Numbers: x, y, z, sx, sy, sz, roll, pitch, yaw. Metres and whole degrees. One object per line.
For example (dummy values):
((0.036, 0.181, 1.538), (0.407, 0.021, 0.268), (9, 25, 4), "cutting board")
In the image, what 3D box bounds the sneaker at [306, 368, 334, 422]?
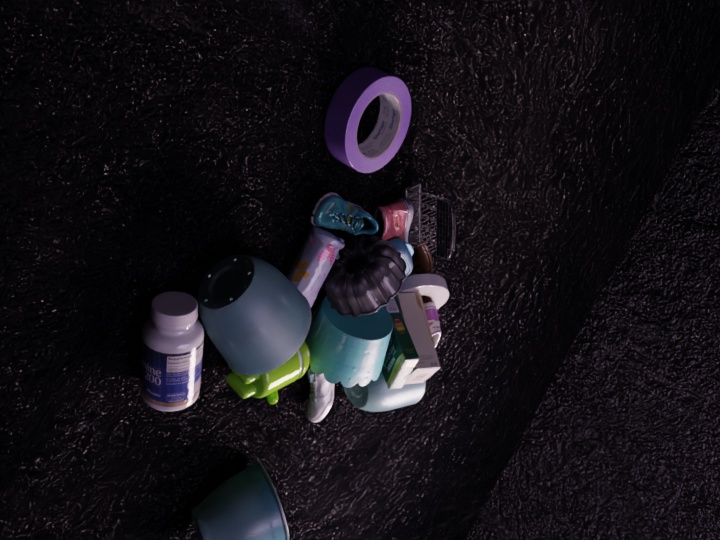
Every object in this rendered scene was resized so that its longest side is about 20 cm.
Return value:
((-0.105, 0.282, 1.734), (0.088, 0.075, 0.203), (18, 96, -43), "sneaker")

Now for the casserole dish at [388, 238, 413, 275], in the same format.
((0.045, 0.004, 1.654), (0.198, 0.039, 0.122), (-30, 137, 2), "casserole dish")

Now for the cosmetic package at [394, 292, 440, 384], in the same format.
((0.123, 0.167, 1.701), (0.070, 0.204, 0.105), (0, 153, -24), "cosmetic package")

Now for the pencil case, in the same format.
((-0.110, 0.006, 1.485), (0.203, 0.082, 0.090), (-61, 156, 4), "pencil case")

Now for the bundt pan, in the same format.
((0.000, 0.000, 1.532), (0.202, 0.200, 0.076), (-47, 134, -16), "bundt pan")

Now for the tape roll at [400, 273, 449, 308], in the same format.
((0.132, 0.073, 1.793), (0.198, 0.038, 0.204), (-12, 153, -6), "tape roll")

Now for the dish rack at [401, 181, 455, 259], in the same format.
((0.166, -0.115, 1.633), (0.054, 0.199, 0.157), (-15, 113, -30), "dish rack")

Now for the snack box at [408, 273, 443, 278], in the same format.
((0.124, 0.036, 1.789), (0.197, 0.025, 0.072), (7, 144, -35), "snack box")

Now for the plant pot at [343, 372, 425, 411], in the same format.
((0.047, 0.272, 1.794), (0.159, 0.200, 0.204), (-13, 127, -34), "plant pot")

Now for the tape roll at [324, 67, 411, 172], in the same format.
((0.017, -0.308, 1.421), (0.199, 0.065, 0.203), (-33, 139, -34), "tape roll")

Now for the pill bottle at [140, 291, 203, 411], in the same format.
((-0.344, 0.146, 1.262), (0.110, 0.110, 0.204), (-19, 130, -43), "pill bottle")

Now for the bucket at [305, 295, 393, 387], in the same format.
((-0.025, 0.153, 1.599), (0.205, 0.207, 0.137), (-15, 136, -46), "bucket")

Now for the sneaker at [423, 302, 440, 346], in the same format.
((0.139, 0.178, 1.831), (0.071, 0.116, 0.200), (3, 150, -34), "sneaker")

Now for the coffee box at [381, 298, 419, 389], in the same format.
((0.073, 0.169, 1.672), (0.043, 0.202, 0.124), (0, 139, -26), "coffee box")

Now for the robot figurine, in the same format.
((-0.193, 0.200, 1.497), (0.198, 0.115, 0.178), (-22, 136, -43), "robot figurine")

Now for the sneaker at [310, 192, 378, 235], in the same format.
((-0.031, -0.116, 1.494), (0.198, 0.079, 0.079), (4, 113, -53), "sneaker")

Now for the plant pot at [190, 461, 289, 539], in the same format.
((-0.292, 0.584, 1.621), (0.185, 0.200, 0.203), (-20, 133, -23), "plant pot")

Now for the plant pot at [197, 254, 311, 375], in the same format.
((-0.215, 0.068, 1.307), (0.201, 0.199, 0.162), (-48, 135, -15), "plant pot")

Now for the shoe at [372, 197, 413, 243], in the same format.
((0.067, -0.079, 1.670), (0.090, 0.072, 0.203), (-17, 134, -28), "shoe")

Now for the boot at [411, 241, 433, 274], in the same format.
((0.143, -0.002, 1.827), (0.075, 0.074, 0.203), (-27, 138, -24), "boot")
